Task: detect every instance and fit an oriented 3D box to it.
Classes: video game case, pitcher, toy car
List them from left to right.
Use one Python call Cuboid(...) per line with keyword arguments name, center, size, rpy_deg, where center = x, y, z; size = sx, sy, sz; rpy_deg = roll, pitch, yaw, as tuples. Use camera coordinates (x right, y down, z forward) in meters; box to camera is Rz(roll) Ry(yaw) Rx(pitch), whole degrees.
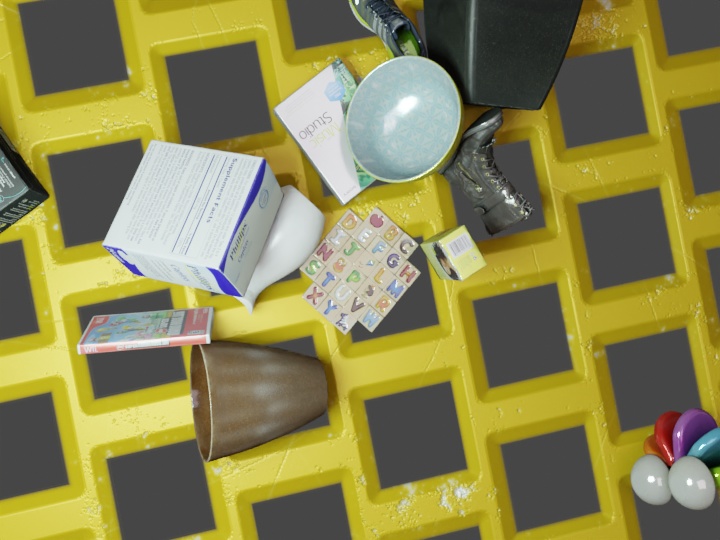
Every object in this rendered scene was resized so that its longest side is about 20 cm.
Cuboid(name="video game case", center=(-0.333, 0.093, 1.358), size=(0.196, 0.143, 0.018), rpy_deg=(-5, 106, -6))
Cuboid(name="pitcher", center=(-0.154, -0.042, 1.367), size=(0.121, 0.172, 0.201), rpy_deg=(39, 86, 17))
Cuboid(name="toy car", center=(0.554, 0.306, 1.429), size=(0.172, 0.199, 0.153), rpy_deg=(-5, 83, -24))

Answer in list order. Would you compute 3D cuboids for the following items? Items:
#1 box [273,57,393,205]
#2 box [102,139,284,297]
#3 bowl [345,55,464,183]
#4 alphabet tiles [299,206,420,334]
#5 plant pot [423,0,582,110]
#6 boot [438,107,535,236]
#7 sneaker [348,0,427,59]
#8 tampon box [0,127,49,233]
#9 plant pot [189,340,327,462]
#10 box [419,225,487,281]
Cuboid(name="box", center=(-0.033, -0.233, 1.451), size=(0.144, 0.036, 0.201), rpy_deg=(-38, 95, -6))
Cuboid(name="box", center=(-0.240, -0.076, 1.259), size=(0.197, 0.105, 0.186), rpy_deg=(11, 67, 20))
Cuboid(name="bowl", center=(0.085, -0.232, 1.388), size=(0.197, 0.107, 0.204), rpy_deg=(-2, 85, 26))
Cuboid(name="alphabet tiles", center=(0.000, 0.000, 1.465), size=(0.166, 0.006, 0.201), rpy_deg=(41, 85, -4))
Cuboid(name="plant pot", center=(0.218, -0.356, 1.396), size=(0.196, 0.200, 0.181), rpy_deg=(1, 100, -19))
Cuboid(name="boot", center=(0.222, -0.156, 1.410), size=(0.174, 0.200, 0.069), rpy_deg=(46, 58, 0))
Cuboid(name="sneaker", center=(0.052, -0.418, 1.441), size=(0.074, 0.081, 0.201), rpy_deg=(-40, 93, -6))
Cuboid(name="tampon box", center=(-0.621, -0.121, 1.338), size=(0.199, 0.126, 0.151), rpy_deg=(-36, 92, -5))
Cuboid(name="plant pot", center=(-0.159, 0.195, 1.371), size=(0.197, 0.187, 0.190), rpy_deg=(-5, 89, -20))
Cuboid(name="box", center=(0.146, -0.026, 1.384), size=(0.050, 0.200, 0.076), rpy_deg=(-32, 91, -3))
